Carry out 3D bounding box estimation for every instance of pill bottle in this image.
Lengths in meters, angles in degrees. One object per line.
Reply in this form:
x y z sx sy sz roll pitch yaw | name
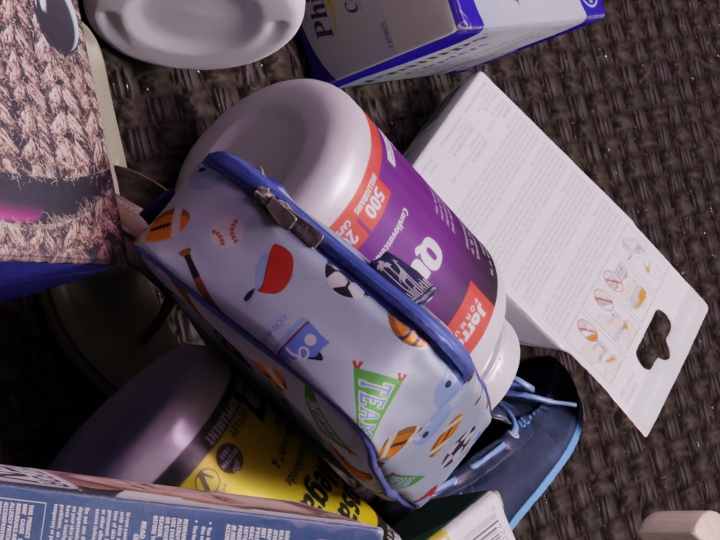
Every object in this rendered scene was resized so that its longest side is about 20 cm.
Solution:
0.000 0.000 1.491 0.200 0.112 0.113 46 39 -39 | pill bottle
-0.081 -0.211 1.462 0.111 0.111 0.201 36 46 -48 | pill bottle
-0.042 0.138 1.301 0.200 0.112 0.113 46 36 -14 | pill bottle

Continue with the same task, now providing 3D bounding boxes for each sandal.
-0.116 -0.027 1.360 0.080 0.057 0.202 -10 84 -61 | sandal

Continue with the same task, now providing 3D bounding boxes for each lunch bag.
-0.022 0.025 1.283 0.160 0.076 0.200 40 -9 16 | lunch bag

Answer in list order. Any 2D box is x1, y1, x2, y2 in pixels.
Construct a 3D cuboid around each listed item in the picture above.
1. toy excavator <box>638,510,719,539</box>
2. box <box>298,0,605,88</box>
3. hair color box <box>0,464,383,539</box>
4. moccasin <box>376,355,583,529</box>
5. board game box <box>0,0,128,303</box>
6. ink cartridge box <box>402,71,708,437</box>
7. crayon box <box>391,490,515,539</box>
0.124 0.202 1.469 0.200 0.100 0.195 30 62 -54 | toy excavator
0.036 -0.211 1.672 0.200 0.105 0.185 -15 88 -61 | box
-0.102 0.114 1.162 0.199 0.100 0.061 9 89 -23 | hair color box
0.069 0.095 1.597 0.068 0.080 0.200 59 31 -16 | moccasin
-0.196 -0.088 1.212 0.159 0.097 0.201 1 75 -60 | board game box
0.101 -0.003 1.670 0.200 0.047 0.160 45 33 -7 | ink cartridge box
0.017 0.209 1.445 0.200 0.051 0.127 -32 105 -46 | crayon box
